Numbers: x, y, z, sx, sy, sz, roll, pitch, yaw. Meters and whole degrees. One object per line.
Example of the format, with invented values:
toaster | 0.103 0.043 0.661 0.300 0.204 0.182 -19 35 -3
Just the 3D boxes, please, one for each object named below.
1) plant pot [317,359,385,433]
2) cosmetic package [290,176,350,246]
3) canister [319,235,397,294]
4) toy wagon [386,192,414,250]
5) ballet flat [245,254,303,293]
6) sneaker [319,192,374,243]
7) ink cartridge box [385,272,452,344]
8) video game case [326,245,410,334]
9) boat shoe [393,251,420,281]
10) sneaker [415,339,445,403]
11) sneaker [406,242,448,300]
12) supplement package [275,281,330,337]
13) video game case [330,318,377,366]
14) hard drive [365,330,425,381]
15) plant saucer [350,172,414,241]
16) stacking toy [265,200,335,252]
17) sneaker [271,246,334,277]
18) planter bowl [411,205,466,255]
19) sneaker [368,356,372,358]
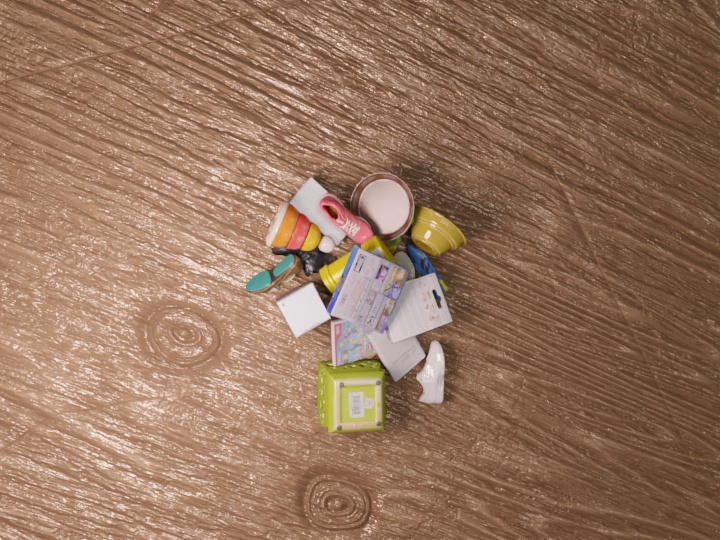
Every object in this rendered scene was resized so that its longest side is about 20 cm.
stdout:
plant pot | -0.022 0.380 1.706 0.197 0.181 0.202 0 90 -10
cosmetic package | -0.116 -0.176 1.747 0.200 0.081 0.113 43 83 -6
canister | 0.000 0.000 1.693 0.199 0.087 0.149 -32 137 10
toy wagon | 0.100 -0.162 1.753 0.039 0.154 0.202 -3 91 -44
ballet flat | -0.252 0.022 1.720 0.199 0.068 0.072 -34 139 16
sneaker | -0.047 -0.140 1.666 0.200 0.087 0.074 40 110 -4
ink cartridge box | 0.156 0.112 1.709 0.198 0.047 0.162 -18 81 -15
video game case | 0.023 0.057 1.606 0.180 0.045 0.202 23 92 -27
boat shoe | 0.159 0.037 1.768 0.071 0.059 0.202 -27 80 29
sneaker | 0.218 0.322 1.803 0.087 0.075 0.202 0 91 -5
sneaker | 0.194 0.007 1.805 0.078 0.066 0.201 -35 95 -4
supplement package | -0.172 0.111 1.673 0.116 0.200 0.118 -28 94 -8
video game case | 0.005 0.200 1.724 0.198 0.017 0.145 -11 111 -26
hard drive | 0.111 0.230 1.764 0.132 0.027 0.201 -37 119 -15
plant saucer | 0.067 -0.188 1.690 0.198 0.034 0.203 4 101 20
stacking toy | -0.168 -0.103 1.680 0.199 0.146 0.147 25 85 -12
sneaker | -0.169 -0.028 1.746 0.198 0.060 0.105 -4 86 -13
planter bowl | 0.216 -0.104 1.738 0.200 0.200 0.084 37 80 -7
sneaker | 0.002 0.178 1.767 0.072 0.071 0.202 -18 92 -9
